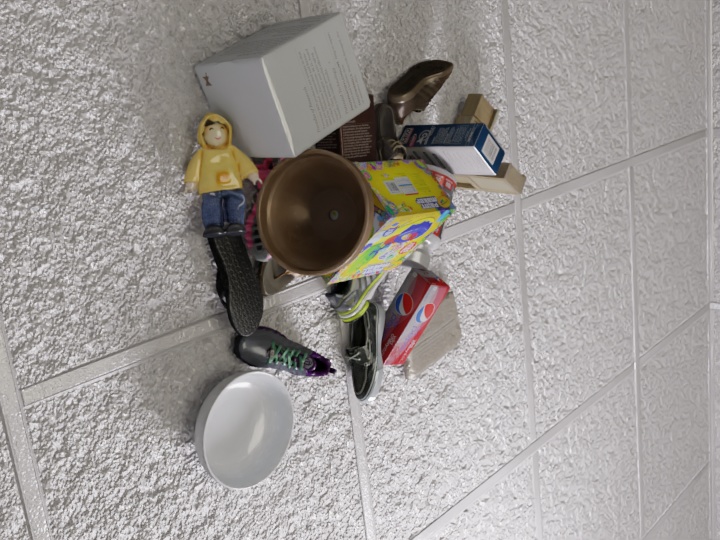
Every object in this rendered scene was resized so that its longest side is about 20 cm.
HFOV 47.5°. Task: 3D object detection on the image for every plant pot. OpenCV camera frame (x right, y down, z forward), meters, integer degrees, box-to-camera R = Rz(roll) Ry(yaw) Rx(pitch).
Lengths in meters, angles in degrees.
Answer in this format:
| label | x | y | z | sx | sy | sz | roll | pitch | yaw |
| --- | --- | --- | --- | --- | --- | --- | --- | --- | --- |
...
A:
| label | x | y | z | sx | sy | sz | roll | pitch | yaw |
| --- | --- | --- | --- | --- | --- | --- | --- | --- | --- |
| plant pot | -0.062 | -0.092 | 1.329 | 0.093 | 0.201 | 0.201 | -4 | 98 | -67 |

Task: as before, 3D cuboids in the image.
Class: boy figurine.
| label | x | y | z | sx | sy | sz | roll | pitch | yaw |
| --- | --- | --- | --- | --- | --- | --- | --- | --- | --- |
| boy figurine | -0.219 | -0.154 | 1.305 | 0.124 | 0.064 | 0.200 | -3 | 87 | -11 |

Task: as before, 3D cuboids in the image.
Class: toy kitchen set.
| label | x | y | z | sx | sy | sz | roll | pitch | yaw |
| --- | --- | --- | --- | --- | --- | --- | --- | --- | --- |
| toy kitchen set | 0.312 | -0.262 | 1.819 | 0.163 | 0.180 | 0.200 | 32 | 75 | -46 |

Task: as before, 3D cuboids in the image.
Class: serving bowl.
| label | x | y | z | sx | sy | sz | roll | pitch | yaw |
| --- | --- | --- | --- | --- | --- | --- | --- | --- | --- |
| serving bowl | -0.206 | 0.264 | 1.392 | 0.200 | 0.066 | 0.200 | -9 | 102 | -47 |

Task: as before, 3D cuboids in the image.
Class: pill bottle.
| label | x | y | z | sx | sy | sz | roll | pitch | yaw |
| --- | --- | --- | --- | --- | --- | --- | --- | --- | --- |
| pill bottle | 0.118 | -0.107 | 1.671 | 0.116 | 0.116 | 0.200 | 27 | 74 | -46 |

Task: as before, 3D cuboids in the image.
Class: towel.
| label | x | y | z | sx | sy | sz | roll | pitch | yaw |
| --- | --- | --- | --- | --- | --- | --- | --- | --- | --- |
| towel | 0.150 | 0.138 | 1.801 | 0.200 | 0.034 | 0.133 | -29 | 115 | -41 |

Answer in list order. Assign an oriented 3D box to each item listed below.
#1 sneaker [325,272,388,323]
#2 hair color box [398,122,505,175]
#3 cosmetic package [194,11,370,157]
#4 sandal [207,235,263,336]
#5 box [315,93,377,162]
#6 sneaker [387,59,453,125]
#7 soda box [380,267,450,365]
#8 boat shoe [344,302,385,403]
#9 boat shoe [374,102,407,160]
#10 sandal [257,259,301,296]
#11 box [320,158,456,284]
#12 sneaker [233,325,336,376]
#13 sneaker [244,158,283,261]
| label | x | y | z | sx | sy | sz | roll | pitch | yaw |
| --- | --- | --- | --- | --- | --- | --- | --- | --- | --- |
| sneaker | 0.000 | 0.000 | 1.589 | 0.081 | 0.074 | 0.200 | 44 | 61 | -38 |
| hair color box | 0.180 | -0.245 | 1.659 | 0.100 | 0.200 | 0.061 | 43 | 64 | -42 |
| cosmetic package | -0.124 | -0.301 | 1.338 | 0.200 | 0.167 | 0.167 | -41 | 124 | -36 |
| sandal | -0.214 | 0.011 | 1.376 | 0.075 | 0.048 | 0.201 | -16 | 94 | -45 |
| box | -0.027 | -0.226 | 1.528 | 0.100 | 0.075 | 0.200 | -14 | 107 | -46 |
| sneaker | 0.120 | -0.371 | 1.693 | 0.200 | 0.070 | 0.076 | -38 | 141 | -35 |
| soda box | 0.094 | 0.095 | 1.644 | 0.070 | 0.063 | 0.200 | 6 | 119 | -49 |
| boat shoe | 0.000 | 0.160 | 1.619 | 0.071 | 0.072 | 0.200 | 12 | 75 | -39 |
| boat shoe | 0.059 | -0.231 | 1.622 | 0.074 | 0.073 | 0.200 | -15 | 106 | -47 |
| sandal | -0.108 | -0.017 | 1.475 | 0.200 | 0.055 | 0.082 | -27 | 114 | -43 |
| box | 0.027 | -0.090 | 1.463 | 0.200 | 0.193 | 0.122 | -12 | 64 | -49 |
| sneaker | -0.129 | 0.146 | 1.447 | 0.200 | 0.087 | 0.075 | 21 | 79 | -48 |
| sneaker | -0.141 | -0.112 | 1.422 | 0.095 | 0.079 | 0.200 | 12 | 87 | -60 |
